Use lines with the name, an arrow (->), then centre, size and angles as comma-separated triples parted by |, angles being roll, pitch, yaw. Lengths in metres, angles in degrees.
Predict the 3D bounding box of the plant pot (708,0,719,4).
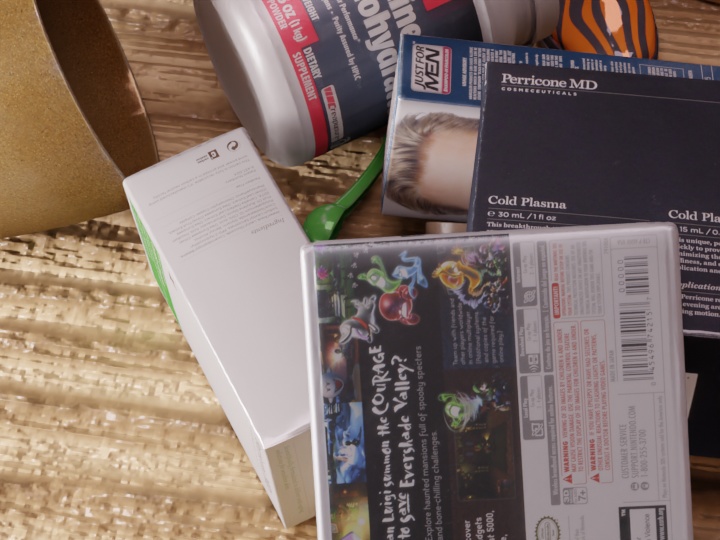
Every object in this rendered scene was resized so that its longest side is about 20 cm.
plant pot -> 0.262, -0.305, 1.255 | 0.199, 0.184, 0.201 | -2, 58, 4

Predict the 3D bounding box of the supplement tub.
supplement tub -> 0.008, -0.164, 1.215 | 0.199, 0.141, 0.141 | -26, 59, -10

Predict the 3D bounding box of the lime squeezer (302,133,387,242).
lime squeezer -> 0.000, 0.000, 1.183 | 0.070, 0.038, 0.201 | 11, 53, -25

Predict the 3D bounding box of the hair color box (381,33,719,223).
hair color box -> 0.115, -0.075, 1.153 | 0.199, 0.100, 0.061 | 6, 48, -1

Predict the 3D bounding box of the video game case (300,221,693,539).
video game case -> 0.067, 0.081, 0.939 | 0.181, 0.023, 0.201 | -3, 93, 4

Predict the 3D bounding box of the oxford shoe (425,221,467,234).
oxford shoe -> 0.135, 0.014, 1.149 | 0.199, 0.071, 0.072 | 5, 88, 5

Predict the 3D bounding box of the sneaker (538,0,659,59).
sneaker -> 0.138, -0.218, 1.254 | 0.077, 0.112, 0.201 | -17, 58, -5

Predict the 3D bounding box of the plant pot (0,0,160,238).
plant pot -> -0.250, -0.092, 1.187 | 0.199, 0.187, 0.187 | -22, 57, 8

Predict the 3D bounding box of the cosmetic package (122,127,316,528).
cosmetic package -> -0.054, 0.031, 1.119 | 0.084, 0.108, 0.200 | -24, 58, -10

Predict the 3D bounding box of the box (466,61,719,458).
box -> 0.154, -0.006, 1.037 | 0.199, 0.104, 0.183 | 6, 50, 4
